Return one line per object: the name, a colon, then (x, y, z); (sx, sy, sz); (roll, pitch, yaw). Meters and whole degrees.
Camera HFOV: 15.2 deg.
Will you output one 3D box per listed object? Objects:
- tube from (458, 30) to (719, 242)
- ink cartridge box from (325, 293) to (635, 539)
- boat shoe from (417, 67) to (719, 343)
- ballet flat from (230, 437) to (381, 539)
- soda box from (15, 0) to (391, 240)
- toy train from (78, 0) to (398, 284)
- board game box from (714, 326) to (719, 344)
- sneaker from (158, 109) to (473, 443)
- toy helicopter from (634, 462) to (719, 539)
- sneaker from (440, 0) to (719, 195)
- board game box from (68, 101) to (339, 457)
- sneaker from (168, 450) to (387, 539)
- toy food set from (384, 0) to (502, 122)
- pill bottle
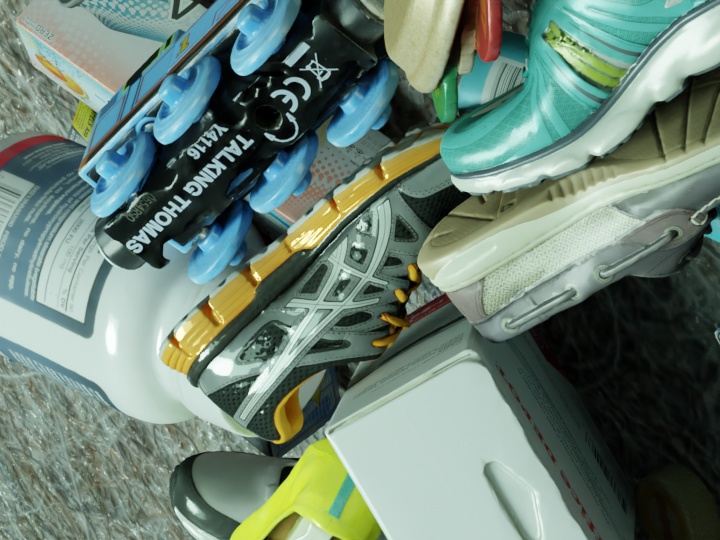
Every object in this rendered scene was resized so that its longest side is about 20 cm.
tube: (0.134, -0.055, 1.206); (0.199, 0.050, 0.078); (24, 131, 34)
ink cartridge box: (0.063, 0.094, 1.294); (0.145, 0.083, 0.200); (59, -170, -6)
boat shoe: (0.120, -0.029, 1.160); (0.199, 0.072, 0.065); (-27, 114, 23)
ballet flat: (-0.034, 0.150, 1.371); (0.067, 0.067, 0.200); (26, 144, -3)
soda box: (-0.078, -0.087, 1.389); (0.200, 0.069, 0.064); (36, 167, 10)
toy train: (-0.054, -0.082, 1.261); (0.087, 0.115, 0.200); (35, 122, -21)
board game box: (0.249, 0.090, 1.166); (0.199, 0.062, 0.201); (29, 139, 37)
sneaker: (0.000, 0.000, 1.249); (0.200, 0.078, 0.077); (-41, 90, 20)
toy helicopter: (0.192, 0.188, 1.335); (0.201, 0.079, 0.132); (61, 155, 7)
sneaker: (0.102, -0.106, 1.131); (0.080, 0.078, 0.200); (42, 122, -13)
board game box: (-0.083, -0.004, 1.509); (0.200, 0.062, 0.200); (45, 144, 13)
sneaker: (-0.004, 0.124, 1.468); (0.199, 0.074, 0.080); (11, 132, -10)
toy food set: (0.047, -0.165, 1.124); (0.198, 0.048, 0.201); (-96, 16, -69)
pill bottle: (-0.114, 0.011, 1.388); (0.199, 0.119, 0.120); (23, 136, 36)
